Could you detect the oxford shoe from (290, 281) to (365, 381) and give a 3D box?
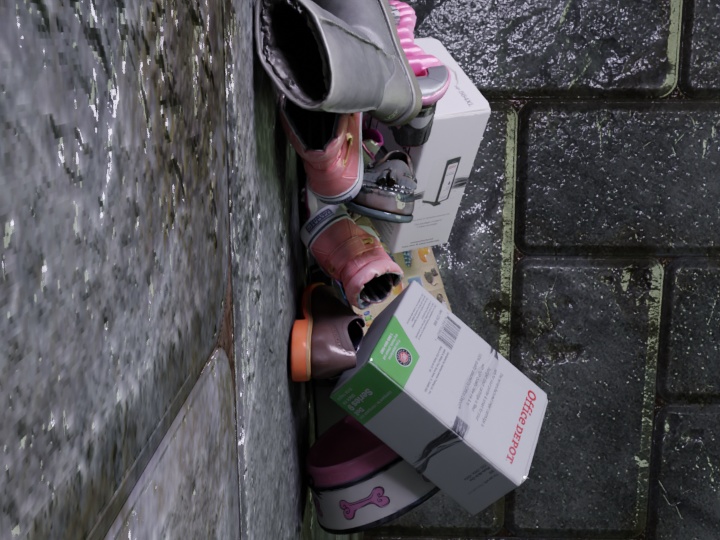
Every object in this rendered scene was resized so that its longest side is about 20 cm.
[{"bbox_3d":[-0.030,0.065,1.012,0.200,0.072,0.072,-84,174,-69],"label":"oxford shoe"}]

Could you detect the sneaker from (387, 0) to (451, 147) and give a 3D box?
[{"bbox_3d":[0.031,-0.200,0.969,0.096,0.078,0.201,90,-13,-45],"label":"sneaker"}]

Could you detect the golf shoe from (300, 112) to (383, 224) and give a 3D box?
[{"bbox_3d":[-0.021,-0.108,1.031,0.076,0.090,0.202,-89,180,-54],"label":"golf shoe"}]

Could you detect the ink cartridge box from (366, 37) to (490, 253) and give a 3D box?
[{"bbox_3d":[0.060,-0.145,1.112,0.147,0.083,0.201,59,-31,37],"label":"ink cartridge box"}]

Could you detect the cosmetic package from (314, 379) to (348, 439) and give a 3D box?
[{"bbox_3d":[-0.016,0.207,1.305,0.107,0.089,0.202,-85,172,-62],"label":"cosmetic package"}]

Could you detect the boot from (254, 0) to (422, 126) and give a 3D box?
[{"bbox_3d":[-0.031,-0.196,0.775,0.183,0.072,0.199,58,27,13],"label":"boot"}]

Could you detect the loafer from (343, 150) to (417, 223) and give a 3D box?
[{"bbox_3d":[0.024,-0.089,0.959,0.200,0.071,0.064,-69,173,-81],"label":"loafer"}]

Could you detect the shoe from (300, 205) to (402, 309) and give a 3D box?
[{"bbox_3d":[0.000,0.000,1.020,0.091,0.071,0.200,52,2,17],"label":"shoe"}]

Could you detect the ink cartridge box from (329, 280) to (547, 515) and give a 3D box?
[{"bbox_3d":[0.087,0.133,1.001,0.084,0.200,0.146,-46,-174,39],"label":"ink cartridge box"}]

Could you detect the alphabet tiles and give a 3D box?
[{"bbox_3d":[0.039,0.004,1.191,0.008,0.166,0.202,-24,-99,46],"label":"alphabet tiles"}]

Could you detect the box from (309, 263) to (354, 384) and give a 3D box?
[{"bbox_3d":[0.004,0.087,1.184,0.200,0.036,0.145,39,38,-55],"label":"box"}]

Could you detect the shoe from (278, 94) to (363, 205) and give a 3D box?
[{"bbox_3d":[-0.034,-0.168,0.884,0.091,0.071,0.202,68,15,-64],"label":"shoe"}]

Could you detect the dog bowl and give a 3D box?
[{"bbox_3d":[0.023,0.208,1.088,0.074,0.199,0.200,61,8,-10],"label":"dog bowl"}]
